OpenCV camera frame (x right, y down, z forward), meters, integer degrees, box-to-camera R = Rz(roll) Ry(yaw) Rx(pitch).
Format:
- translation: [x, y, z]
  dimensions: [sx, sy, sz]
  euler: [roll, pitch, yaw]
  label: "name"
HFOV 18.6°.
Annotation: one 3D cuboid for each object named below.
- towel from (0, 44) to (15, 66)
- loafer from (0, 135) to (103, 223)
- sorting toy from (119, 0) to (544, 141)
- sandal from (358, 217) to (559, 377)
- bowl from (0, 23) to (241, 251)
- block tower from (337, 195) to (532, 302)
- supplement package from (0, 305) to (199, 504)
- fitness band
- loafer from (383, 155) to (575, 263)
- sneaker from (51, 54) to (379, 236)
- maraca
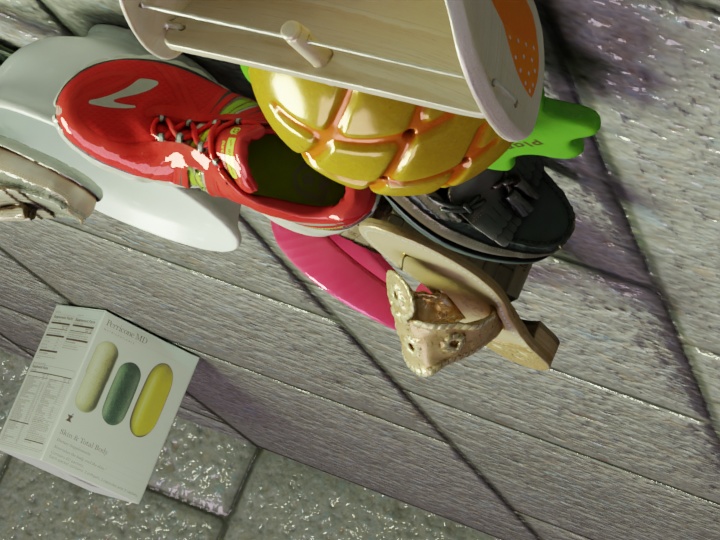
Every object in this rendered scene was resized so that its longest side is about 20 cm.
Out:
- translation: [-0.243, -0.114, 1.642]
  dimensions: [0.171, 0.048, 0.200]
  euler: [24, 169, -2]
  label: "towel"
- translation: [-0.258, -0.058, 1.427]
  dimensions: [0.199, 0.063, 0.072]
  euler: [20, 166, 26]
  label: "loafer"
- translation: [-0.026, -0.156, 0.891]
  dimensions: [0.199, 0.107, 0.180]
  euler: [16, 160, 34]
  label: "sorting toy"
- translation: [0.060, 0.041, 1.424]
  dimensions: [0.077, 0.070, 0.212]
  euler: [13, 166, 39]
  label: "sandal"
- translation: [-0.150, -0.096, 1.414]
  dimensions: [0.200, 0.091, 0.201]
  euler: [25, 169, 5]
  label: "bowl"
- translation: [0.018, -0.042, 1.442]
  dimensions: [0.199, 0.054, 0.058]
  euler: [25, 170, -7]
  label: "block tower"
- translation: [-0.331, 0.167, 2.763]
  dimensions: [0.151, 0.201, 0.150]
  euler: [28, 167, -29]
  label: "supplement package"
- translation: [0.000, 0.000, 1.542]
  dimensions: [0.143, 0.037, 0.200]
  euler: [35, -172, -13]
  label: "fitness band"
- translation: [0.045, -0.063, 1.251]
  dimensions: [0.199, 0.072, 0.063]
  euler: [29, 162, -20]
  label: "loafer"
- translation: [-0.081, -0.077, 1.279]
  dimensions: [0.199, 0.077, 0.085]
  euler: [17, 179, -7]
  label: "sneaker"
- translation: [0.030, -0.086, 1.071]
  dimensions: [0.137, 0.108, 0.200]
  euler: [-5, 161, 42]
  label: "maraca"
